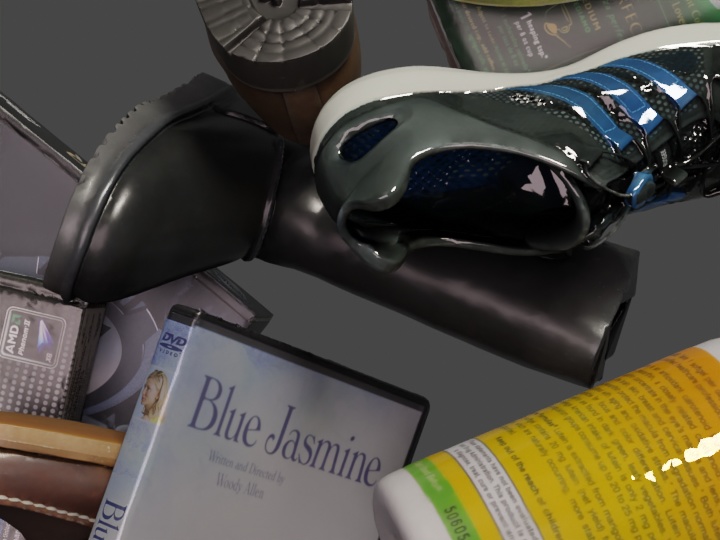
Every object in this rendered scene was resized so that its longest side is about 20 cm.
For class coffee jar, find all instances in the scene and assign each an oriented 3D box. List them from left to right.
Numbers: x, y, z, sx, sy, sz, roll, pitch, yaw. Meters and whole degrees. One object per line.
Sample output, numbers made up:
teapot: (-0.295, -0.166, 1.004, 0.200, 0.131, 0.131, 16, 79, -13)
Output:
coffee jar: (0.129, -0.116, 0.850, 0.200, 0.085, 0.104, -22, 87, 7)

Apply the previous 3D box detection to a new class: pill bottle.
pill bottle: (0.115, 0.091, 0.810, 0.200, 0.111, 0.111, -22, 87, -8)

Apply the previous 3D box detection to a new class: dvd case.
dvd case: (-0.051, 0.124, 0.807, 0.018, 0.143, 0.200, 15, 84, 41)

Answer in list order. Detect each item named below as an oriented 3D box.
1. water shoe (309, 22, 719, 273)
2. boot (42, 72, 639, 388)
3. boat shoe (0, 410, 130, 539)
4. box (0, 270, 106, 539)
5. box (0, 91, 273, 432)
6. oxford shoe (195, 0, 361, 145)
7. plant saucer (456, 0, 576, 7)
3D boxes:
water shoe: (0.084, -0.035, 0.786, 0.200, 0.079, 0.072, -8, 130, -5)
boot: (0.000, -0.001, 0.833, 0.200, 0.165, 0.066, 26, 121, 7)
boat shoe: (-0.086, 0.094, 0.823, 0.070, 0.200, 0.070, 10, 86, 44)
box: (-0.216, 0.084, 0.868, 0.193, 0.048, 0.200, 14, 90, 4)
box: (-0.160, 0.046, 0.907, 0.160, 0.044, 0.200, 40, 94, 6)
oxford shoe: (-0.045, -0.130, 0.865, 0.073, 0.084, 0.200, -13, 55, 2)
plant saucer: (0.075, -0.190, 0.835, 0.200, 0.031, 0.200, -10, 58, 16)
